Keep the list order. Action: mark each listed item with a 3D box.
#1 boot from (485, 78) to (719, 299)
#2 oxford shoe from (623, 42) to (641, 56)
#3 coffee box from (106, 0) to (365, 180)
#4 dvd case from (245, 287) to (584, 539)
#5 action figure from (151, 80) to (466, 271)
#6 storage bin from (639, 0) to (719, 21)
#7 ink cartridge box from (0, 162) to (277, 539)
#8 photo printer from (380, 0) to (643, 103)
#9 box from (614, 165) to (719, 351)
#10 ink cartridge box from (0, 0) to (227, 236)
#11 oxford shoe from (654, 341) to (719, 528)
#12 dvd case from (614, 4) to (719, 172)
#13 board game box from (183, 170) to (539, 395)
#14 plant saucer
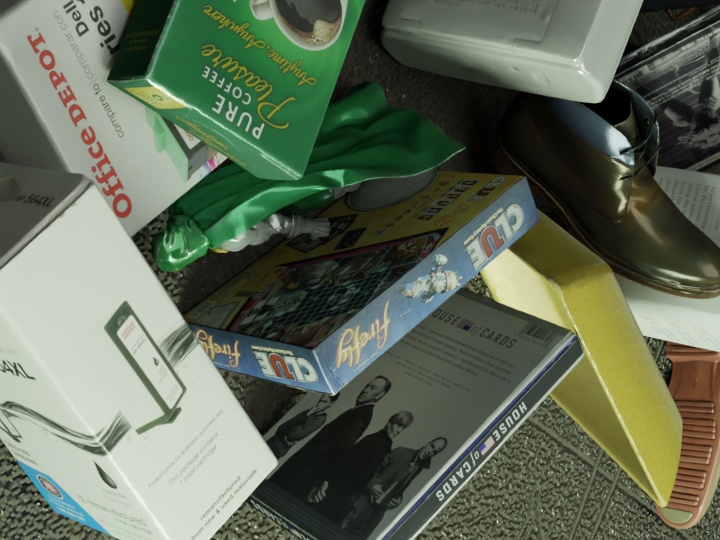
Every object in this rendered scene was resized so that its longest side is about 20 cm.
[{"bbox_3d":[0.184,-0.062,1.085,0.199,0.097,0.075,34,52,6],"label":"boot"},{"bbox_3d":[0.217,-0.131,1.213,0.199,0.072,0.072,17,83,-42],"label":"oxford shoe"},{"bbox_3d":[-0.053,-0.165,0.869,0.123,0.044,0.201,29,73,-41],"label":"coffee box"},{"bbox_3d":[0.025,0.092,0.992,0.200,0.150,0.025,-43,125,-18],"label":"dvd case"},{"bbox_3d":[-0.046,-0.051,0.978,0.199,0.118,0.055,-27,125,-28],"label":"action figure"},{"bbox_3d":[0.252,-0.271,1.157,0.134,0.199,0.146,-46,123,-39],"label":"storage bin"},{"bbox_3d":[-0.156,0.047,0.845,0.084,0.145,0.201,-46,122,-26],"label":"ink cartridge box"},{"bbox_3d":[0.120,-0.221,1.056,0.069,0.165,0.201,44,64,-57],"label":"photo printer"},{"bbox_3d":[0.290,0.001,1.187,0.152,0.199,0.107,31,73,-60],"label":"box"},{"bbox_3d":[-0.126,-0.125,0.892,0.200,0.084,0.146,-44,122,-31],"label":"ink cartridge box"},{"bbox_3d":[0.292,0.117,1.315,0.074,0.070,0.202,14,86,-45],"label":"oxford shoe"},{"bbox_3d":[0.252,-0.127,1.175,0.200,0.148,0.016,41,24,-59],"label":"dvd case"},{"bbox_3d":[0.000,0.000,0.989,0.200,0.135,0.035,-38,119,-32],"label":"board game box"},{"bbox_3d":[0.146,0.037,1.083,0.048,0.200,0.201,-33,119,-6],"label":"plant saucer"}]
